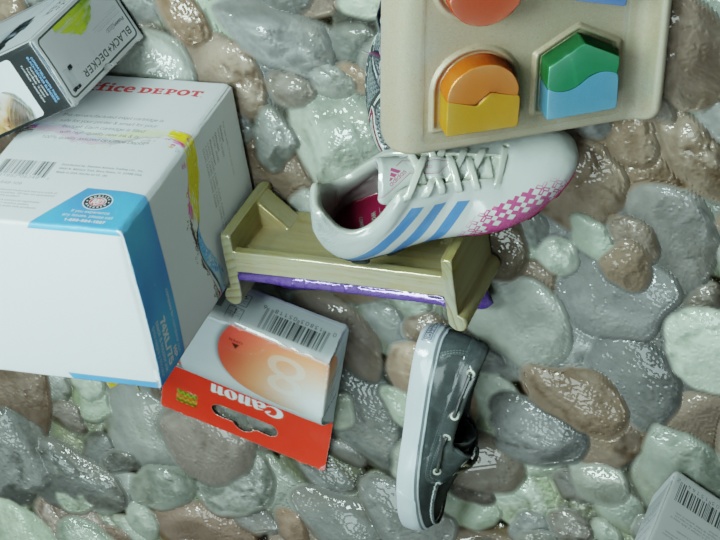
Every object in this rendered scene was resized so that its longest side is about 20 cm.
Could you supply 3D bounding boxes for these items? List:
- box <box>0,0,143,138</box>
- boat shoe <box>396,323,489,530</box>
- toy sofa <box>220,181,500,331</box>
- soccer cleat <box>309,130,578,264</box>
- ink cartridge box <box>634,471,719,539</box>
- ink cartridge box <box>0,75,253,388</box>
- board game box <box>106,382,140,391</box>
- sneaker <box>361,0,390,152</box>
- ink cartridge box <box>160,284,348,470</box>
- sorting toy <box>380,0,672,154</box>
[{"bbox_3d":[-0.276,-0.146,1.697,0.199,0.117,0.060,-18,113,36],"label":"box"},{"bbox_3d":[0.067,0.133,1.776,0.056,0.069,0.201,14,127,15],"label":"boat shoe"},{"bbox_3d":[0.000,0.000,1.696,0.199,0.083,0.098,7,126,22],"label":"toy sofa"},{"bbox_3d":[0.057,-0.060,1.584,0.199,0.070,0.086,-20,150,9],"label":"soccer cleat"},{"bbox_3d":[0.292,0.272,1.698,0.199,0.176,0.045,34,132,-1],"label":"ink cartridge box"},{"bbox_3d":[-0.187,-0.035,1.680,0.146,0.200,0.147,6,128,22],"label":"ink cartridge box"},{"bbox_3d":[-0.242,0.010,1.816,0.030,0.096,0.200,-33,113,-1],"label":"board game box"},{"bbox_3d":[0.037,-0.156,1.565,0.080,0.075,0.201,20,131,11],"label":"sneaker"},{"bbox_3d":[-0.100,0.092,1.816,0.161,0.050,0.201,21,138,10],"label":"ink cartridge box"},{"bbox_3d":[0.113,-0.164,1.491,0.199,0.037,0.186,-7,128,-9],"label":"sorting toy"}]
